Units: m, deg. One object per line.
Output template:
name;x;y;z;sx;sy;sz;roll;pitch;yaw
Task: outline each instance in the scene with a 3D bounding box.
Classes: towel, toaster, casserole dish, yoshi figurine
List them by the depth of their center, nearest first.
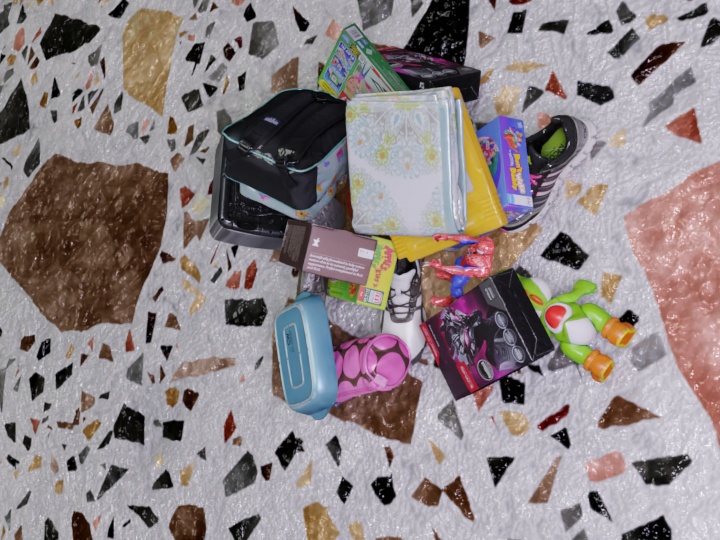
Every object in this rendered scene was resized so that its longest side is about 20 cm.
towel;0.062;-0.147;1.317;0.170;0.048;0.202;4;103;34
yoshi figurine;0.272;0.065;1.317;0.199;0.112;0.113;33;140;25
casserole dish;-0.089;0.131;1.480;0.121;0.039;0.202;-28;66;50
toaster;-0.155;-0.127;1.612;0.119;0.179;0.202;147;127;-68

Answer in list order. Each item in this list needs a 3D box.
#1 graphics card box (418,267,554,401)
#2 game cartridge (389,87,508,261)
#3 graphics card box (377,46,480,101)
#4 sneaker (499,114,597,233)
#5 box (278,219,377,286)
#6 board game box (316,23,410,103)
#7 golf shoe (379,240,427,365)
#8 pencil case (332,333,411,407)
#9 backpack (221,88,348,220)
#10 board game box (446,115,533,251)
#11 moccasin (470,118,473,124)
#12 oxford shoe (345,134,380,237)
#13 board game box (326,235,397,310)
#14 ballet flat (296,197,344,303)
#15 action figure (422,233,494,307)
graphics card box;0.170;0.093;1.326;0.200;0.051;0.126;-39;73;54
game cartridge;0.095;-0.128;1.342;0.175;0.032;0.202;-22;86;33
graphics card box;0.076;-0.307;1.517;0.199;0.125;0.051;28;124;39
sneaker;0.251;-0.145;1.373;0.200;0.087;0.074;-51;53;16
box;-0.052;-0.029;1.423;0.200;0.099;0.076;-168;92;-76
board game box;0.022;-0.260;1.471;0.200;0.029;0.135;52;147;9
golf shoe;0.059;0.043;1.462;0.077;0.095;0.202;-6;75;11
pencil case;-0.010;0.157;1.467;0.200;0.091;0.094;-27;24;53
backpack;-0.096;-0.187;1.483;0.175;0.154;0.200;23;53;21
board game box;0.169;-0.122;1.408;0.200;0.044;0.136;-30;58;57
moccasin;0.107;-0.148;1.415;0.200;0.068;0.081;-55;47;46
oxford shoe;0.023;-0.143;1.473;0.071;0.073;0.202;16;126;22
board game box;0.000;0.000;1.487;0.200;0.047;0.103;-172;95;-75
ballet flat;-0.069;-0.020;1.548;0.046;0.067;0.202;-160;78;-75
action figure;0.118;-0.008;1.298;0.200;0.098;0.066;132;151;-67
